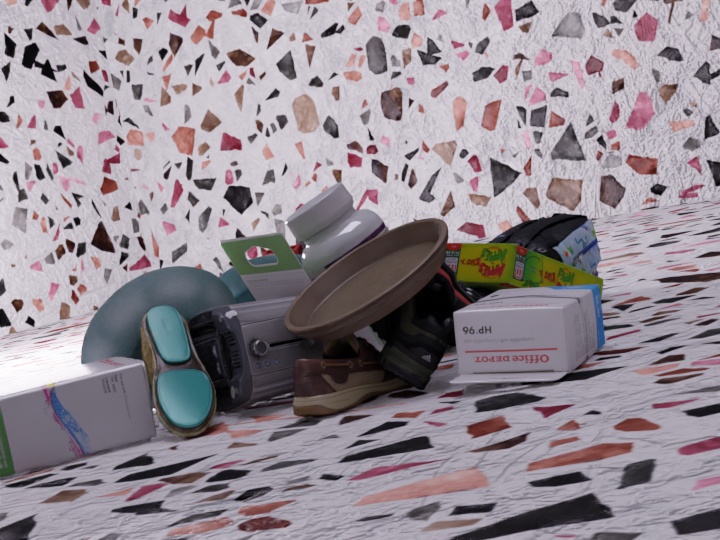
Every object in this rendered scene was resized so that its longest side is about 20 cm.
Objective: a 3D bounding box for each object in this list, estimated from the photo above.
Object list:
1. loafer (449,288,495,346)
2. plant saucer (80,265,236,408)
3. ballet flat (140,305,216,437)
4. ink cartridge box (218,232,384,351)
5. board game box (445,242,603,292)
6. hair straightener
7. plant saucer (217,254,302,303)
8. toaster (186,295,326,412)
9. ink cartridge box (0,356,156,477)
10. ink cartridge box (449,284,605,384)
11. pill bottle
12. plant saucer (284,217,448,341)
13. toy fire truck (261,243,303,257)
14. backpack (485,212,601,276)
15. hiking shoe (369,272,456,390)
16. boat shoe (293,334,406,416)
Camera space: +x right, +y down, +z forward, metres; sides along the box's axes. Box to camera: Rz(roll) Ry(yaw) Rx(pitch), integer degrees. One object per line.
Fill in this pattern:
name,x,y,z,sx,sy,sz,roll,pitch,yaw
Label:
loafer,0.128,0.063,1.786,0.070,0.068,0.200,24,-15,-17
plant saucer,-0.225,0.090,1.734,0.200,0.202,0.039,-14,38,-26
ballet flat,-0.198,0.122,1.598,0.070,0.071,0.200,-12,42,-11
ink cartridge box,-0.066,0.034,1.726,0.048,0.201,0.145,-38,18,-31
board game box,0.194,0.011,1.773,0.101,0.048,0.200,1,-11,40
hair straightener,0.114,0.021,1.656,0.041,0.200,0.077,-56,-9,20
plant saucer,-0.098,0.060,1.850,0.199,0.201,0.027,-11,44,5
toaster,-0.120,0.093,1.665,0.129,0.114,0.200,-10,-7,-30
ink cartridge box,-0.331,0.156,1.583,0.199,0.084,0.145,-13,4,-20
ink cartridge box,0.166,0.062,1.489,0.115,0.068,0.200,-4,6,22
pill bottle,0.000,0.000,1.758,0.112,0.200,0.112,-35,8,5
plant saucer,0.010,0.013,1.549,0.200,0.030,0.200,-31,15,9
toy fire truck,-0.079,0.041,1.962,0.049,0.142,0.200,-11,-3,6
backpack,0.241,-0.009,1.994,0.163,0.154,0.200,-15,22,35
hiking shoe,0.062,0.042,1.565,0.101,0.076,0.200,-50,26,16
boat shoe,-0.007,0.097,1.547,0.072,0.072,0.200,-9,4,36
